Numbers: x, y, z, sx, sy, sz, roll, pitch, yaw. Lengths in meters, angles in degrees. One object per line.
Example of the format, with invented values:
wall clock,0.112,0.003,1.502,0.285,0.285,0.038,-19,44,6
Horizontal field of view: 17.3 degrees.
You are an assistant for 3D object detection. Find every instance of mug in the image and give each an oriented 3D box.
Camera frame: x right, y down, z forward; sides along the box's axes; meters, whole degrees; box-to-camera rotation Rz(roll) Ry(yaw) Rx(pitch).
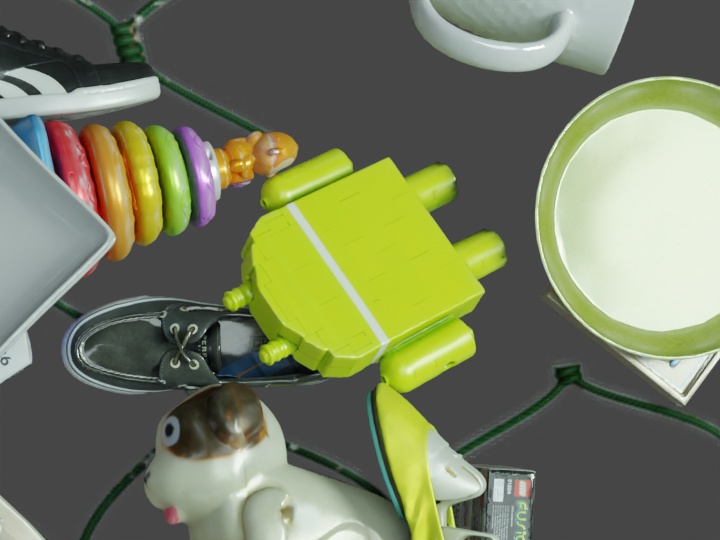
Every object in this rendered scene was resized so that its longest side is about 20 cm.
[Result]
mug,0.102,-0.212,1.621,0.175,0.148,0.200,17,50,1

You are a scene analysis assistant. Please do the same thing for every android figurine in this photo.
android figurine,0.000,0.000,1.629,0.200,0.041,0.182,-29,74,-28

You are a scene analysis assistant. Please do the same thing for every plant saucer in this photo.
plant saucer,0.218,-0.037,1.682,0.199,0.031,0.201,0,89,-10

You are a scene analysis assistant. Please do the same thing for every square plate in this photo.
square plate,-0.281,-0.010,1.538,0.198,0.028,0.200,-46,65,1

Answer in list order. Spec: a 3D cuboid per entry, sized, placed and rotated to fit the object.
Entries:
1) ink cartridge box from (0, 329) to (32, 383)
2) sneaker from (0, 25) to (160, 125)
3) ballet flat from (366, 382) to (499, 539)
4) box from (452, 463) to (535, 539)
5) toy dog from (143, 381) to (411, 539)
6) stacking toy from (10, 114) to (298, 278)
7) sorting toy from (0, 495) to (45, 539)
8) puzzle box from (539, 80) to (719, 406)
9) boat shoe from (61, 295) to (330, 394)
ink cartridge box,-0.279,0.080,1.584,0.200,0.099,0.039,-35,93,-8
sneaker,-0.241,-0.155,1.612,0.199,0.073,0.112,-8,91,-9
ballet flat,0.056,0.168,1.570,0.067,0.067,0.201,-13,82,14
box,0.086,0.235,1.636,0.035,0.110,0.201,4,88,-10
toy dog,-0.058,0.165,1.601,0.200,0.140,0.194,45,73,-5
stacking toy,-0.137,-0.062,1.614,0.199,0.116,0.110,-12,88,-16
sorting toy,-0.304,0.226,1.578,0.180,0.107,0.200,-40,113,7
puzzle box,0.239,-0.019,1.714,0.133,0.025,0.200,37,82,-7
boat shoe,-0.106,0.051,1.636,0.199,0.057,0.069,0,88,-10
